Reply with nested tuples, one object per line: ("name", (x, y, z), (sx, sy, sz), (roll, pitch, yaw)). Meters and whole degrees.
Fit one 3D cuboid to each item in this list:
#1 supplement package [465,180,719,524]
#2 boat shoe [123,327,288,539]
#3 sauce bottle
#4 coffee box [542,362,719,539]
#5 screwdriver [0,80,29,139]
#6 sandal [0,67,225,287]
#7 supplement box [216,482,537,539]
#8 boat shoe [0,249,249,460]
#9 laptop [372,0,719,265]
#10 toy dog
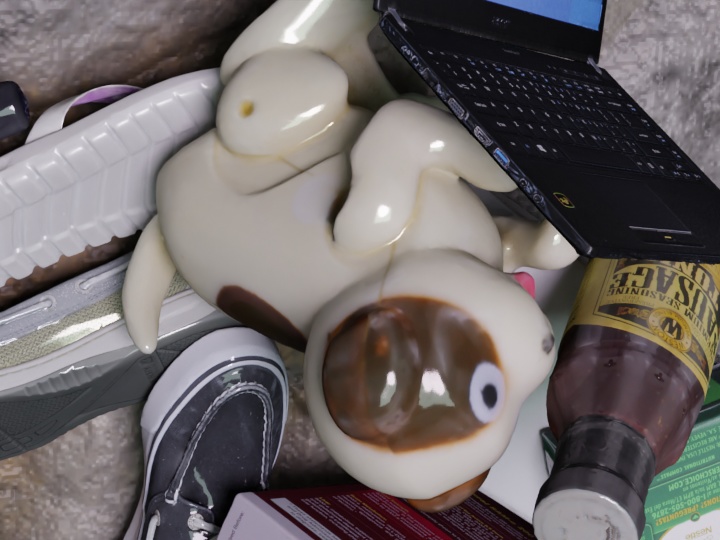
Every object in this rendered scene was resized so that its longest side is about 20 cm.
("supplement package", (0.100, 0.056, 0.888), (0.199, 0.117, 0.117), (35, 97, -27))
("boat shoe", (-0.075, 0.121, 0.853), (0.071, 0.068, 0.201), (4, 124, -30))
("sauce bottle", (0.112, 0.039, 0.729), (0.065, 0.201, 0.066), (9, 128, 12))
("coffee box", (0.161, 0.149, 0.855), (0.122, 0.044, 0.201), (-20, 116, -9))
("screwdriver", (-0.239, -0.047, 0.775), (0.198, 0.028, 0.029), (-13, 99, 2))
("sandal", (-0.116, -0.053, 0.808), (0.201, 0.050, 0.083), (-20, 142, -12))
("supplement box", (0.026, 0.153, 0.856), (0.199, 0.109, 0.061), (5, 114, -54))
("boat shoe", (-0.150, 0.036, 0.831), (0.200, 0.065, 0.075), (-21, 154, -6))
("laptop", (0.098, -0.106, 0.708), (0.177, 0.200, 0.104), (2, 133, -53))
("toy dog", (0.000, 0.000, 0.739), (0.193, 0.200, 0.140), (-29, 142, -7))
